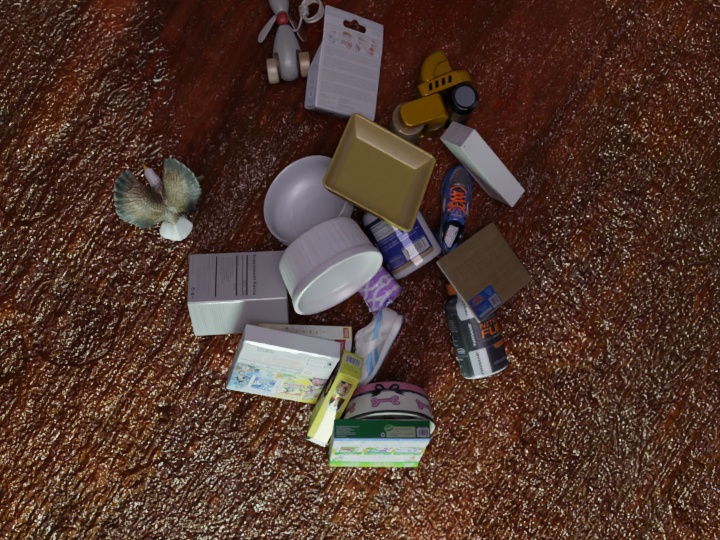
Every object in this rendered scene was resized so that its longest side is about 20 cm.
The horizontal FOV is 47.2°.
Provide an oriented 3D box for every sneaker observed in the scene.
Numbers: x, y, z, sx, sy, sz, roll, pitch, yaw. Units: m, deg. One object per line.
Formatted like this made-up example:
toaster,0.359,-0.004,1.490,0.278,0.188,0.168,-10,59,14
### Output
sneaker,0.016,0.171,1.751,0.079,0.077,0.203,27,84,2
sneaker,0.203,-0.122,1.744,0.073,0.078,0.206,7,92,-6

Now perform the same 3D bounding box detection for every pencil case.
pencil case,0.000,0.000,1.716,0.085,0.084,0.201,-42,80,8

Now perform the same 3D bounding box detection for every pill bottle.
pill bottle,0.072,-0.097,1.713,0.118,0.120,0.203,-30,91,-3
pill bottle,0.239,0.116,1.745,0.104,0.106,0.205,-16,94,-4

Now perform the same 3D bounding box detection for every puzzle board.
puzzle board,0.260,0.002,1.724,0.198,0.017,0.152,-32,86,-37

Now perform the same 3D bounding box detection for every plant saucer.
plant saucer,0.033,-0.186,1.635,0.197,0.049,0.203,27,57,-8

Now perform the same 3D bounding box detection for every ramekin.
ramekin,-0.063,-0.013,1.592,0.198,0.201,0.099,-32,70,-3

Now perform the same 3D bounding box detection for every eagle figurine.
eagle figurine,-0.394,-0.148,1.633,0.148,0.200,0.155,25,90,-6

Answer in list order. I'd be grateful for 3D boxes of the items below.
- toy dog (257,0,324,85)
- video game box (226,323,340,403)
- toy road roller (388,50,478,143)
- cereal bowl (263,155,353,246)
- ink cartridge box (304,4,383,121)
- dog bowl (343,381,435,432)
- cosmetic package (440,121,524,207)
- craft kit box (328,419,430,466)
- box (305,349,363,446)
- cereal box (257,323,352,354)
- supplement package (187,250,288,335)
toy dog,-0.152,-0.469,1.707,0.129,0.096,0.205,12,77,-2
video game box,-0.158,0.193,1.667,0.195,0.048,0.184,12,136,-15
toy road roller,0.140,-0.360,1.711,0.196,0.123,0.149,-21,82,-8
cereal bowl,-0.097,-0.129,1.692,0.195,0.083,0.205,-11,61,20
ink cartridge box,-0.032,-0.419,1.690,0.157,0.047,0.206,5,90,-39
dog bowl,0.056,0.293,1.702,0.195,0.201,0.075,2,61,-5
cosmetic package,0.254,-0.219,1.700,0.051,0.082,0.200,-48,125,-1
craft kit box,0.035,0.358,1.699,0.194,0.199,0.050,2,58,-5
box,-0.055,0.265,1.699,0.049,0.076,0.203,21,121,-6
cereal box,-0.118,0.170,1.708,0.194,0.146,0.040,3,48,-4
supplement package,-0.245,0.046,1.674,0.194,0.122,0.122,-2,54,-5
